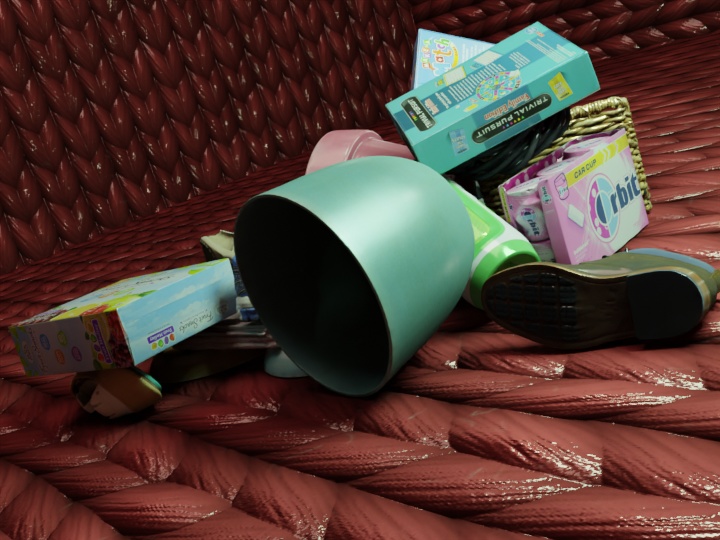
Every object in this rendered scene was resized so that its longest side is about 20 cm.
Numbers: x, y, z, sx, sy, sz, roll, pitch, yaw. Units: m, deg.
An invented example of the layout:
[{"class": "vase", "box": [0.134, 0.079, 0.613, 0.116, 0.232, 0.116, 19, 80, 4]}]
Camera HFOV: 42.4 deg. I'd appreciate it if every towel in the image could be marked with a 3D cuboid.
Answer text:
[{"class": "towel", "box": [-0.102, 0.040, 1.089, 0.199, 0.032, 0.191, -5, 18, 43]}]

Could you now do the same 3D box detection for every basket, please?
[{"class": "basket", "box": [0.246, -0.130, 1.161, 0.199, 0.150, 0.143, -17, 13, 12]}]

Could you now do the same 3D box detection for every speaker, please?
[{"class": "speaker", "box": [0.098, -0.038, 0.966, 0.088, 0.089, 0.200, -23, 41, -19]}]

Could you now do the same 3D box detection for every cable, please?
[{"class": "cable", "box": [0.156, -0.162, 1.056, 0.199, 0.051, 0.163, -5, 35, 42]}]

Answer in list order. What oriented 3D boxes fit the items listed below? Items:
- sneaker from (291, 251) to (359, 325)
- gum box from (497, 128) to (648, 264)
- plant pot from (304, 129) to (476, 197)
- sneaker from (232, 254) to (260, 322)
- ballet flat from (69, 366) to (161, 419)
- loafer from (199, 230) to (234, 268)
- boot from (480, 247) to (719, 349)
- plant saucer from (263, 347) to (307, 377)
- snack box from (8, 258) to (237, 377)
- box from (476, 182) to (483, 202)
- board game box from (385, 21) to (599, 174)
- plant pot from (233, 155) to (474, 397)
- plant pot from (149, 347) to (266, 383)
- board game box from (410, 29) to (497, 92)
[{"class": "sneaker", "box": [0.000, 0.000, 0.984, 0.077, 0.087, 0.199, -5, 18, 48]}, {"class": "gum box", "box": [0.229, -0.067, 0.997, 0.066, 0.114, 0.200, -7, 18, 42]}, {"class": "plant pot", "box": [0.046, -0.078, 1.182, 0.178, 0.201, 0.200, 5, 21, 22]}, {"class": "sneaker", "box": [-0.063, -0.019, 1.025, 0.077, 0.086, 0.200, -4, 19, 42]}, {"class": "ballet flat", "box": [-0.274, 0.135, 1.027, 0.063, 0.069, 0.200, -54, 23, -18]}, {"class": "loafer", "box": [-0.140, -0.008, 1.124, 0.068, 0.076, 0.200, -22, 20, -20]}, {"class": "boot", "box": [0.207, 0.022, 0.791, 0.199, 0.075, 0.097, 2, 11, 39]}, {"class": "plant saucer", "box": [-0.015, 0.060, 1.012, 0.199, 0.028, 0.200, -17, 13, 4]}, {"class": "snack box", "box": [-0.257, 0.053, 1.025, 0.199, 0.068, 0.168, -8, 13, 39]}, {"class": "box", "box": [0.159, -0.160, 1.296, 0.116, 0.201, 0.060, -22, 15, -26]}, {"class": "board game box", "box": [0.137, -0.188, 1.008, 0.199, 0.047, 0.151, -28, 27, 4]}, {"class": "plant pot", "box": [0.009, -0.012, 0.851, 0.161, 0.202, 0.200, -33, 19, -33]}, {"class": "plant pot", "box": [-0.168, 0.081, 1.139, 0.199, 0.028, 0.200, -18, 12, 4]}, {"class": "board game box", "box": [0.166, -0.238, 1.220, 0.199, 0.037, 0.152, 11, 54, -5]}]
